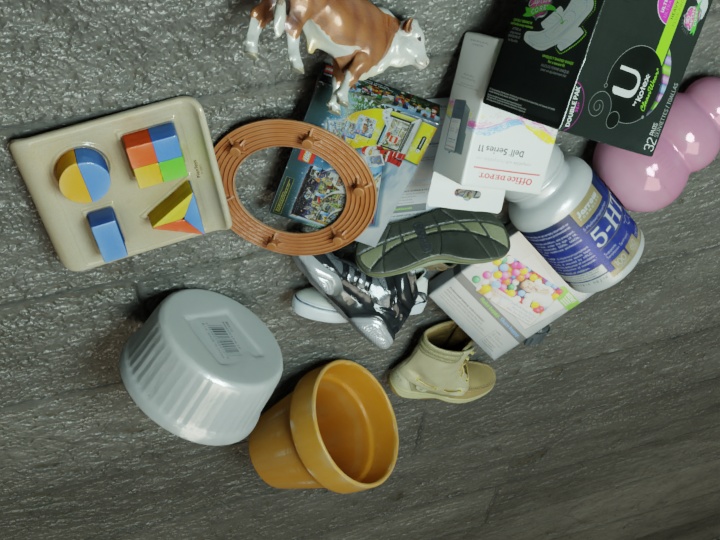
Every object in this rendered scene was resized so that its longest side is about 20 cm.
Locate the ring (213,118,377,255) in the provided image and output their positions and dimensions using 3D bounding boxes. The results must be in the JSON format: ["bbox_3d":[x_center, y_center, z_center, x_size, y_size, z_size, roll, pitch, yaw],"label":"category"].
[{"bbox_3d":[-0.081,-0.086,1.025,0.200,0.019,0.201,5,135,5],"label":"ring"}]

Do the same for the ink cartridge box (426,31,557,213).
[{"bbox_3d":[0.156,-0.154,1.006,0.117,0.067,0.200,3,109,-29],"label":"ink cartridge box"}]

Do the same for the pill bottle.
[{"bbox_3d":[0.261,-0.076,1.150,0.120,0.120,0.200,-37,117,21],"label":"pill bottle"}]

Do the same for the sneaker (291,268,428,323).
[{"bbox_3d":[0.001,0.024,1.248,0.200,0.073,0.071,-5,119,-24],"label":"sneaker"}]

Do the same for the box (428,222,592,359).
[{"bbox_3d":[0.223,0.020,1.298,0.200,0.041,0.156,-37,114,20],"label":"box"}]

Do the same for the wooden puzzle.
[{"bbox_3d":[-0.249,-0.082,0.970,0.200,0.046,0.185,-14,136,-7],"label":"wooden puzzle"}]

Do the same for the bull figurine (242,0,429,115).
[{"bbox_3d":[-0.021,-0.228,0.878,0.200,0.065,0.122,27,81,-37],"label":"bull figurine"}]

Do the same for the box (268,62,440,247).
[{"bbox_3d":[-0.011,-0.124,1.017,0.136,0.038,0.200,19,135,-10],"label":"box"}]

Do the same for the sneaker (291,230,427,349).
[{"bbox_3d":[0.000,0.000,1.176,0.114,0.075,0.200,-45,107,-8],"label":"sneaker"}]

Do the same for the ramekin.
[{"bbox_3d":[-0.196,0.116,1.153,0.200,0.201,0.098,14,124,-38],"label":"ramekin"}]

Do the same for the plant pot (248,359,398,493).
[{"bbox_3d":[-0.072,0.263,1.425,0.183,0.201,0.200,-25,148,34],"label":"plant pot"}]

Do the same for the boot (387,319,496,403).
[{"bbox_3d":[0.161,0.147,1.470,0.200,0.073,0.156,5,140,-24],"label":"boot"}]

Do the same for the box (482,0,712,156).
[{"bbox_3d":[0.241,-0.236,0.902,0.148,0.124,0.200,7,108,-35],"label":"box"}]

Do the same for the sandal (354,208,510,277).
[{"bbox_3d":[0.090,-0.033,1.141,0.200,0.080,0.057,-8,161,-6],"label":"sandal"}]

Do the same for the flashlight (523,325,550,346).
[{"bbox_3d":[0.298,0.045,1.410,0.068,0.068,0.200,-2,139,-17],"label":"flashlight"}]

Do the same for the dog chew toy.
[{"bbox_3d":[0.397,-0.167,1.143,0.200,0.125,0.124,-40,141,13],"label":"dog chew toy"}]

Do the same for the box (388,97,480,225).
[{"bbox_3d":[0.083,-0.123,1.107,0.156,0.041,0.200,-8,143,-17],"label":"box"}]
